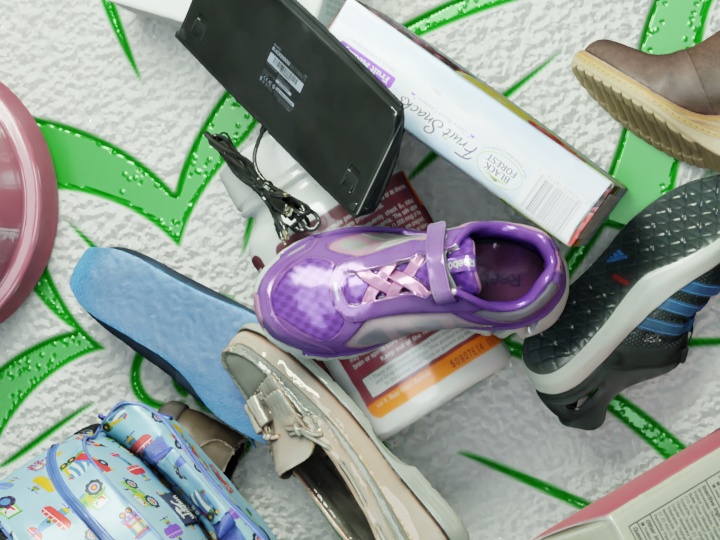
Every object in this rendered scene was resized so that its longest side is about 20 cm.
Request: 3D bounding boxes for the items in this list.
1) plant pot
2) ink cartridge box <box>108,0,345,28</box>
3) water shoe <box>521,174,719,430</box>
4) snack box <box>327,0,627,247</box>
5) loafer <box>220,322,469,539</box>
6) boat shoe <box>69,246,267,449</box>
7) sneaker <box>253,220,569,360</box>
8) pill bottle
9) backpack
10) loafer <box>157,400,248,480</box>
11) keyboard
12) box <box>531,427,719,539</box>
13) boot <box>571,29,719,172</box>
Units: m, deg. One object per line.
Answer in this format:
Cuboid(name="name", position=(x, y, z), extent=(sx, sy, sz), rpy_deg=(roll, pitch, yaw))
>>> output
Cuboid(name="plant pot", position=(-0.310, -0.045, 1.625), extent=(0.198, 0.179, 0.202), rpy_deg=(0, 90, 9))
Cuboid(name="ink cartridge box", position=(-0.065, -0.246, 1.628), extent=(0.144, 0.083, 0.202), rpy_deg=(17, 94, 9))
Cuboid(name="water shoe", position=(0.188, 0.018, 1.609), extent=(0.200, 0.071, 0.079), rpy_deg=(-38, 129, -7))
Cuboid(name="snack box", position=(0.070, -0.091, 1.580), extent=(0.199, 0.142, 0.053), rpy_deg=(36, 95, 7))
Cuboid(name="loafer", position=(-0.020, 0.119, 1.560), extent=(0.200, 0.072, 0.063), rpy_deg=(45, 64, 8))
Cuboid(name="boat shoe", position=(-0.094, 0.043, 1.650), extent=(0.200, 0.069, 0.084), rpy_deg=(40, 92, 8))
Cuboid(name="sneaker", position=(0.036, 0.005, 1.510), extent=(0.198, 0.088, 0.081), rpy_deg=(-6, 83, -9))
Cuboid(name="pill bottle", position=(0.000, 0.000, 1.608), extent=(0.114, 0.114, 0.201), rpy_deg=(-31, 87, 8))
Cuboid(name="backpack", position=(-0.137, 0.170, 1.524), extent=(0.134, 0.200, 0.183), rpy_deg=(-41, 80, -1))
Cuboid(name="loafer", position=(-0.115, 0.189, 1.650), extent=(0.070, 0.073, 0.202), rpy_deg=(9, 93, 10))
Cuboid(name="keyboard", position=(-0.049, -0.100, 1.536), extent=(0.200, 0.021, 0.128), rpy_deg=(47, 123, 34))
Cuboid(name="box", position=(0.226, 0.168, 1.531), extent=(0.199, 0.109, 0.129), rpy_deg=(-26, 88, -27))
Cuboid(name="boot", position=(0.253, -0.144, 1.600), extent=(0.199, 0.072, 0.167), rpy_deg=(28, 79, 18))
